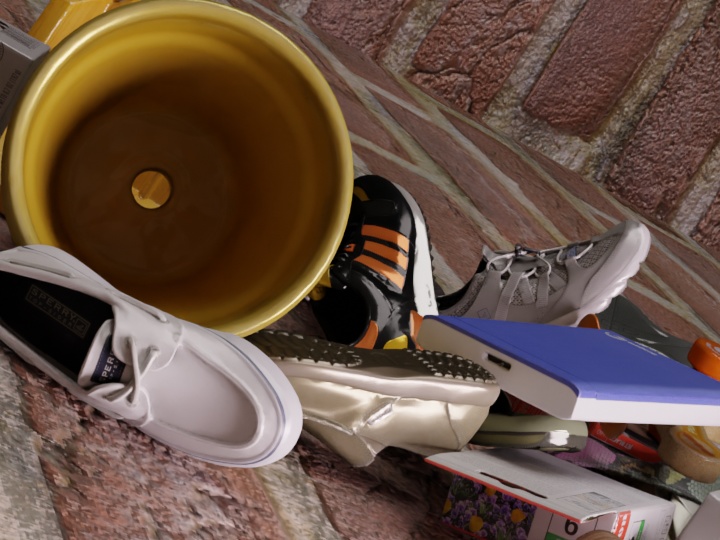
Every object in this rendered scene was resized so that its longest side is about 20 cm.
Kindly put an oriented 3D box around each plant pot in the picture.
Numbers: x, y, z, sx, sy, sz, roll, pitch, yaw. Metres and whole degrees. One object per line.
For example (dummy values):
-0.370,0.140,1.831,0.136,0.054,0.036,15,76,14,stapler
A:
-0.119,-0.053,1.395,0.200,0.202,0.189,30,-7,-10,plant pot

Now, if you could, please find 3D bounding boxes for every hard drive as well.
0.147,0.066,1.508,0.132,0.026,0.199,26,12,38,hard drive

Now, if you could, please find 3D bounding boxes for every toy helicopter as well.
0.213,0.096,1.635,0.132,0.079,0.200,26,15,-9,toy helicopter

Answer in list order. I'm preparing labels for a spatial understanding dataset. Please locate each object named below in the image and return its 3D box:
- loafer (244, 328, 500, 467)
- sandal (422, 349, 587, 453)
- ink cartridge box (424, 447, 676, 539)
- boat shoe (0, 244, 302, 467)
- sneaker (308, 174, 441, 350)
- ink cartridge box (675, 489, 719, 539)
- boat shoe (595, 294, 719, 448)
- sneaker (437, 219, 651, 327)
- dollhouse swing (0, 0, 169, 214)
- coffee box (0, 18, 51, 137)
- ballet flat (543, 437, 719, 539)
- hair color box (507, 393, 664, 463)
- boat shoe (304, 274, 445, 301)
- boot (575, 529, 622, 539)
-0.012,0.081,1.390,0.199,0.069,0.076,8,11,-18,loafer
0.062,0.080,1.490,0.200,0.058,0.080,5,2,38,sandal
0.113,0.151,1.426,0.108,0.051,0.200,20,6,22,ink cartridge box
-0.127,0.050,1.235,0.199,0.074,0.065,24,11,18,boat shoe
0.000,0.000,1.667,0.090,0.070,0.201,16,43,-31,sneaker
0.309,0.233,1.566,0.200,0.085,0.146,36,12,19,ink cartridge box
0.207,0.071,1.789,0.201,0.065,0.074,29,27,10,boat shoe
0.122,0.012,1.721,0.082,0.199,0.075,58,11,-9,sneaker
-0.168,-0.102,1.579,0.200,0.182,0.176,35,0,16,dollhouse swing
-0.309,-0.138,1.438,0.199,0.113,0.080,30,10,-5,coffee box
0.190,0.165,1.630,0.199,0.069,0.071,22,32,-27,ballet flat
0.163,0.113,1.772,0.101,0.061,0.200,27,12,-28,hair color box
0.003,0.008,1.769,0.199,0.075,0.073,22,14,-38,boat shoe
0.211,0.230,1.338,0.200,0.077,0.155,36,11,-49,boot
